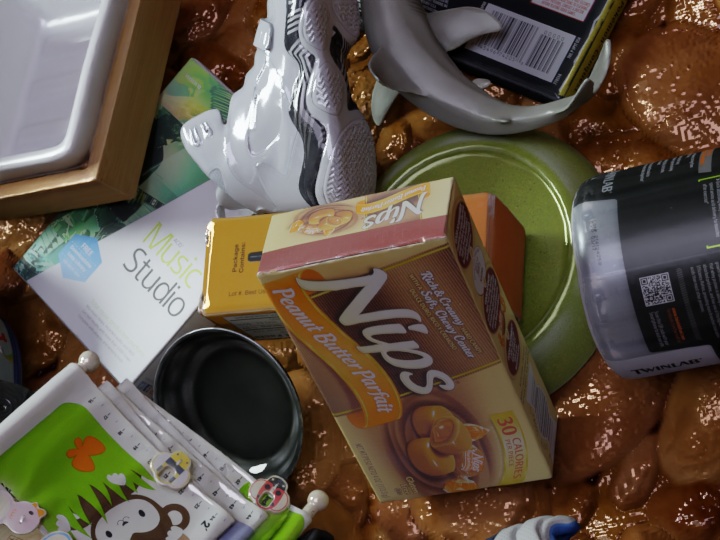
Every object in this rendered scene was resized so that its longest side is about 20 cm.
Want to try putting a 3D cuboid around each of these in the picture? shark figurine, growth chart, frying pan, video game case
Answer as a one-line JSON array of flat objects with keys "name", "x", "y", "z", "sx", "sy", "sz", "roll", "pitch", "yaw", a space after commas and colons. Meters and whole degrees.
[{"name": "shark figurine", "x": 0.053, "y": -0.124, "z": 1.140, "sx": 0.214, "sy": 0.089, "sz": 0.129, "roll": 35, "pitch": 114, "yaw": 29}, {"name": "growth chart", "x": -0.136, "y": 0.138, "z": 1.087, "sx": 0.199, "sy": 0.018, "sz": 0.145, "roll": 32, "pitch": 54, "yaw": 6}, {"name": "frying pan", "x": -0.108, "y": 0.110, "z": 1.176, "sx": 0.190, "sy": 0.031, "sz": 0.115, "roll": -37, "pitch": 85, "yaw": 33}, {"name": "video game case", "x": 0.098, "y": -0.221, "z": 1.208, "sx": 0.199, "sy": 0.025, "sz": 0.182, "roll": 26, "pitch": 85, "yaw": 30}]

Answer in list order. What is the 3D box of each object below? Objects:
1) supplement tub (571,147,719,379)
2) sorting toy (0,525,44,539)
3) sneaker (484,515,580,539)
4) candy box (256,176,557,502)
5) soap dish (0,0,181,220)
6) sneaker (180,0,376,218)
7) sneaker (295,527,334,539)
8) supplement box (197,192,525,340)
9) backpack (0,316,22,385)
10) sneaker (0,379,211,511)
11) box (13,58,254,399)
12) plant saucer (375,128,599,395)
[{"name": "supplement tub", "x": 0.230, "y": -0.013, "z": 1.020, "sx": 0.198, "sy": 0.122, "sz": 0.124, "roll": -12, "pitch": 68, "yaw": 21}, {"name": "sorting toy", "x": -0.187, "y": 0.268, "z": 1.070, "sx": 0.197, "sy": 0.070, "sz": 0.200, "roll": 16, "pitch": 48, "yaw": 28}, {"name": "sneaker", "x": 0.117, "y": 0.236, "z": 1.008, "sx": 0.146, "sy": 0.081, "sz": 0.201, "roll": -37, "pitch": 59, "yaw": 11}, {"name": "candy box", "x": 0.032, "y": 0.046, "z": 1.046, "sx": 0.114, "sy": 0.201, "sz": 0.056, "roll": -11, "pitch": 39, "yaw": 19}, {"name": "soap dish", "x": -0.211, "y": -0.132, "z": 1.259, "sx": 0.156, "sy": 0.081, "sz": 0.202, "roll": -8, "pitch": 60, "yaw": 33}, {"name": "sneaker", "x": -0.060, "y": -0.125, "z": 1.160, "sx": 0.114, "sy": 0.075, "sz": 0.202, "roll": -10, "pitch": 85, "yaw": 26}, {"name": "sneaker", "x": 0.003, "y": 0.241, "z": 1.065, "sx": 0.078, "sy": 0.070, "sz": 0.200, "roll": -50, "pitch": 59, "yaw": 9}, {"name": "supplement box", "x": 0.000, "y": 0.000, "z": 1.119, "sx": 0.198, "sy": 0.069, "sz": 0.067, "roll": -3, "pitch": 70, "yaw": 22}, {"name": "backpack", "x": -0.328, "y": 0.063, "z": 1.232, "sx": 0.182, "sy": 0.147, "sz": 0.202, "roll": -9, "pitch": 73, "yaw": 23}, {"name": "sneaker", "x": -0.202, "y": 0.138, "z": 1.147, "sx": 0.199, "sy": 0.116, "sz": 0.076, "roll": 15, "pitch": 56, "yaw": -10}, {"name": "box", "x": -0.132, "y": -0.030, "z": 1.240, "sx": 0.200, "sy": 0.036, "sz": 0.144, "roll": -49, "pitch": 61, "yaw": 0}, {"name": "plant saucer", "x": 0.070, "y": -0.005, "z": 1.143, "sx": 0.198, "sy": 0.031, "sz": 0.202, "roll": -8, "pitch": 70, "yaw": 21}]
